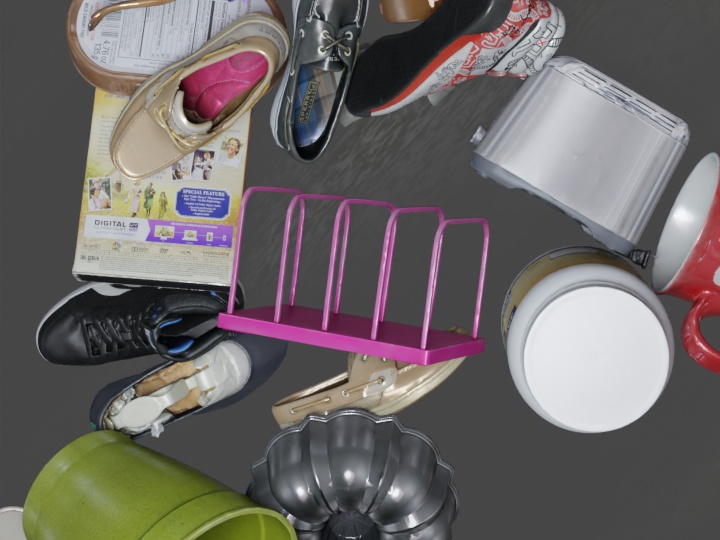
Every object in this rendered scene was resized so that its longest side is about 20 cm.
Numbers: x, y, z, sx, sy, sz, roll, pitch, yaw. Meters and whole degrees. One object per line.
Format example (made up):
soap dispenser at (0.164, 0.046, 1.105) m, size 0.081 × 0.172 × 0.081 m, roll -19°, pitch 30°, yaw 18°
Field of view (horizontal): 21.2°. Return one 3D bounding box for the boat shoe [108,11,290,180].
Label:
boat shoe at (-0.144, -0.141, 1.640) m, size 0.200 × 0.069 × 0.074 m, roll -40°, pitch 108°, yaw 22°

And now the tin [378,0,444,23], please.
tin at (0.112, -0.254, 1.685) m, size 0.198 × 0.112 × 0.042 m, roll -12°, pitch 107°, yaw 4°

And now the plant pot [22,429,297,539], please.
plant pot at (-0.191, 0.243, 1.685) m, size 0.192 × 0.200 × 0.201 m, roll 34°, pitch 99°, yaw 35°

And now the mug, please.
mug at (0.367, 0.014, 1.705) m, size 0.199 × 0.133 × 0.179 m, roll 21°, pitch 92°, yaw -6°

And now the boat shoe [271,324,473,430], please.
boat shoe at (0.012, 0.099, 1.755) m, size 0.199 × 0.071 × 0.065 m, roll -32°, pitch 96°, yaw 7°

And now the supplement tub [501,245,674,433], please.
supplement tub at (0.197, 0.060, 1.678) m, size 0.143 × 0.200 × 0.146 m, roll 0°, pitch 97°, yaw 2°

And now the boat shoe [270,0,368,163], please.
boat shoe at (-0.029, -0.187, 1.656) m, size 0.068 × 0.057 × 0.201 m, roll 3°, pitch 118°, yaw -21°

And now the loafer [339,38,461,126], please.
loafer at (0.064, -0.183, 1.720) m, size 0.198 × 0.070 × 0.070 m, roll -15°, pitch 104°, yaw 10°

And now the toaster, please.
toaster at (0.203, -0.103, 1.701) m, size 0.199 × 0.114 × 0.130 m, roll 30°, pitch 95°, yaw -1°

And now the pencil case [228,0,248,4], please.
pencil case at (-0.035, -0.303, 1.672) m, size 0.199 × 0.084 × 0.086 m, roll -27°, pitch 54°, yaw -11°

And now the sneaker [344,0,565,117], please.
sneaker at (0.084, -0.177, 1.647) m, size 0.201 × 0.107 × 0.068 m, roll -34°, pitch 54°, yaw 39°

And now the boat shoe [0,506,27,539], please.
boat shoe at (-0.255, 0.268, 1.802) m, size 0.198 × 0.057 × 0.067 m, roll 16°, pitch 62°, yaw -4°

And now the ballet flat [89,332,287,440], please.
ballet flat at (-0.158, 0.107, 1.763) m, size 0.199 × 0.073 × 0.074 m, roll -24°, pitch 96°, yaw 5°

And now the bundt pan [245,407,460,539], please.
bundt pan at (-0.008, 0.228, 1.738) m, size 0.200 × 0.076 × 0.203 m, roll 1°, pitch 118°, yaw 1°

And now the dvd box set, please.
dvd box set at (-0.173, -0.085, 1.718) m, size 0.145 × 0.029 × 0.202 m, roll 4°, pitch 76°, yaw 2°

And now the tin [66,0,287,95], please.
tin at (-0.163, -0.208, 1.710) m, size 0.198 × 0.042 × 0.113 m, roll 6°, pitch 77°, yaw 1°

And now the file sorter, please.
file sorter at (0.000, 0.000, 1.678) m, size 0.198 × 0.139 × 0.127 m, roll 9°, pitch 96°, yaw 23°

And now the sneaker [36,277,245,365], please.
sneaker at (-0.204, 0.050, 1.731) m, size 0.198 × 0.112 × 0.074 m, roll -16°, pitch 105°, yaw 4°

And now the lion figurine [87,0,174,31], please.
lion figurine at (-0.171, -0.296, 1.686) m, size 0.121 × 0.072 × 0.202 m, roll 8°, pitch 78°, yaw -5°
